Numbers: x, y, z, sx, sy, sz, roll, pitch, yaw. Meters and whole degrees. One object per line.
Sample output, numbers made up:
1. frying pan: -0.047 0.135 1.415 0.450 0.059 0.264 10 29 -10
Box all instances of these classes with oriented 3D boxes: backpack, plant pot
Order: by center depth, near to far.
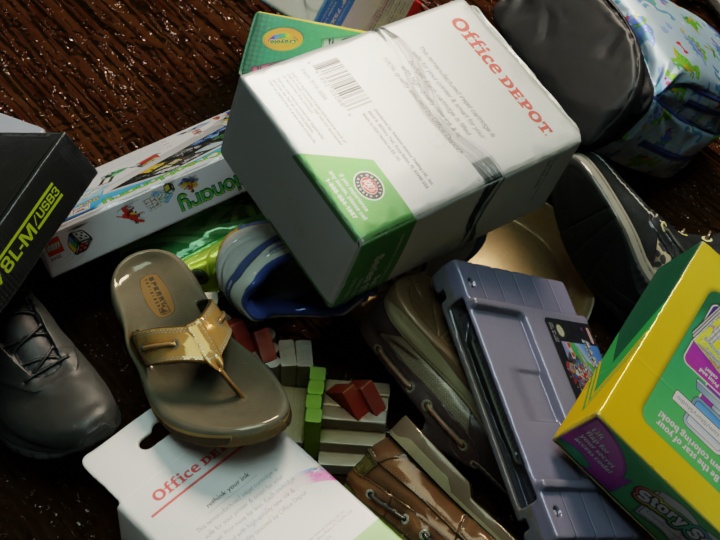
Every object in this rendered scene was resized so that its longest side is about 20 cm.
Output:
1. plant pot: 0.079 0.007 1.042 0.198 0.028 0.201 2 50 -2
2. backpack: 0.220 -0.151 1.090 0.153 0.200 0.164 -37 55 13

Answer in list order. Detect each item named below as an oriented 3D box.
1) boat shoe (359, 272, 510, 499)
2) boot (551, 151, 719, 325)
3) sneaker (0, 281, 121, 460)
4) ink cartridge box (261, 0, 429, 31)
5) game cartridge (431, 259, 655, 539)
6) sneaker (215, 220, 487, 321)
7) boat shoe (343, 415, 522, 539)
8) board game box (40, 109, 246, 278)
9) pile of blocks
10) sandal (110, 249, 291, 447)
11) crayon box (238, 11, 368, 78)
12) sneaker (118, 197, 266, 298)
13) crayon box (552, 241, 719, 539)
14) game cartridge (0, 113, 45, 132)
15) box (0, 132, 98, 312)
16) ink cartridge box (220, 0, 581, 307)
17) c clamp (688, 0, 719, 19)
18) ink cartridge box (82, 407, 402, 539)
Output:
1. boat shoe: 0.072 0.098 0.934 0.200 0.072 0.072 50 34 4
2. boot: 0.247 -0.019 1.026 0.153 0.073 0.205 -28 81 -28
3. sneaker: -0.232 0.052 0.917 0.076 0.091 0.199 -32 46 -29
4. ink cartridge box: -0.027 -0.239 1.175 0.116 0.200 0.068 34 100 22
5. game cartridge: 0.128 0.089 0.912 0.129 0.038 0.201 7 54 -41
6. sneaker: 0.000 0.000 0.961 0.198 0.076 0.088 -13 26 -7
7. boat shoe: 0.072 0.187 0.870 0.068 0.072 0.200 -43 68 -2
8. board game box: -0.151 -0.065 1.017 0.199 0.035 0.126 -25 21 -11
9. pile of blocks: -0.066 0.076 0.949 0.199 0.062 0.082 23 52 15
10. sandal: -0.114 0.042 0.897 0.080 0.054 0.200 -21 46 -19
11. crayon box: 0.011 -0.140 1.093 0.198 0.119 0.059 12 76 6
12. sneaker: -0.091 -0.035 1.032 0.199 0.074 0.084 -23 59 -22
13. crayon box: 0.246 0.111 0.896 0.200 0.058 0.173 43 55 -4
14. game cartridge: -0.332 -0.050 1.053 0.132 0.042 0.201 22 52 9
15. box: -0.297 -0.010 0.913 0.199 0.048 0.194 5 57 39
16. ink cartridge box: 0.028 -0.085 0.930 0.199 0.083 0.147 -24 67 -30
17. c clamp: 0.260 -0.235 1.260 0.198 0.027 0.172 -10 51 -12
18. ink cartridge box: -0.073 0.168 0.866 0.117 0.068 0.200 -35 60 -30
